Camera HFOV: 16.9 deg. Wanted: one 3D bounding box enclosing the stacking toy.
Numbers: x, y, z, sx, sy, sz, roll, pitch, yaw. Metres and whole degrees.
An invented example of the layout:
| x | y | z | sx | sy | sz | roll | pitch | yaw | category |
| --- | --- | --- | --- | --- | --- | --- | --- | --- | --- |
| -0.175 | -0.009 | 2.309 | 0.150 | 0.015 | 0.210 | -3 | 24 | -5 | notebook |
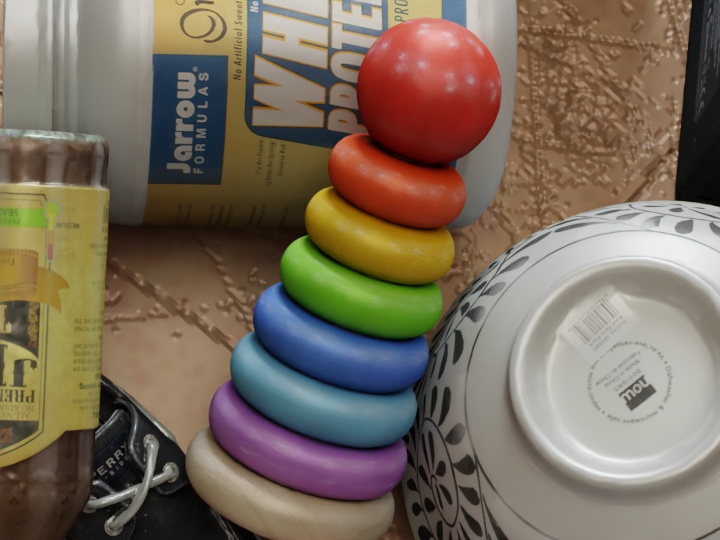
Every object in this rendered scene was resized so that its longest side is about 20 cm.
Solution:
| x | y | z | sx | sy | sz | roll | pitch | yaw | category |
| --- | --- | --- | --- | --- | --- | --- | --- | --- | --- |
| 0.000 | 0.000 | 0.917 | 0.085 | 0.085 | 0.201 | 18 | 105 | -1 | stacking toy |

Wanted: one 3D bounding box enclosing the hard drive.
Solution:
| x | y | z | sx | sy | sz | roll | pitch | yaw | category |
| --- | --- | --- | --- | --- | --- | --- | --- | --- | --- |
| 0.175 | -0.122 | 1.001 | 0.033 | 0.200 | 0.141 | 10 | 68 | -4 | hard drive |

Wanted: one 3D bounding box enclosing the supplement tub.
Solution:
| x | y | z | sx | sy | sz | roll | pitch | yaw | category |
| --- | --- | --- | --- | --- | --- | --- | --- | --- | --- |
| -0.045 | -0.089 | 0.985 | 0.198 | 0.145 | 0.146 | 0 | 69 | -8 | supplement tub |

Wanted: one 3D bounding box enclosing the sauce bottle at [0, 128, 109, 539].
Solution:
| x | y | z | sx | sy | sz | roll | pitch | yaw | category |
| --- | --- | --- | --- | --- | --- | --- | --- | --- | --- |
| -0.126 | 0.049 | 0.893 | 0.064 | 0.065 | 0.202 | 1 | 89 | -8 | sauce bottle |

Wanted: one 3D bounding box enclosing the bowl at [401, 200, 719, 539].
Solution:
| x | y | z | sx | sy | sz | roll | pitch | yaw | category |
| --- | --- | --- | --- | --- | --- | --- | --- | --- | --- |
| 0.105 | 0.051 | 0.909 | 0.199 | 0.094 | 0.202 | -4 | 69 | 10 | bowl |

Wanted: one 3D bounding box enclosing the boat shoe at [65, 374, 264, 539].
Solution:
| x | y | z | sx | sy | sz | roll | pitch | yaw | category |
| --- | --- | --- | --- | --- | --- | --- | --- | --- | --- |
| -0.100 | 0.082 | 0.952 | 0.072 | 0.068 | 0.200 | -41 | 79 | -20 | boat shoe |
